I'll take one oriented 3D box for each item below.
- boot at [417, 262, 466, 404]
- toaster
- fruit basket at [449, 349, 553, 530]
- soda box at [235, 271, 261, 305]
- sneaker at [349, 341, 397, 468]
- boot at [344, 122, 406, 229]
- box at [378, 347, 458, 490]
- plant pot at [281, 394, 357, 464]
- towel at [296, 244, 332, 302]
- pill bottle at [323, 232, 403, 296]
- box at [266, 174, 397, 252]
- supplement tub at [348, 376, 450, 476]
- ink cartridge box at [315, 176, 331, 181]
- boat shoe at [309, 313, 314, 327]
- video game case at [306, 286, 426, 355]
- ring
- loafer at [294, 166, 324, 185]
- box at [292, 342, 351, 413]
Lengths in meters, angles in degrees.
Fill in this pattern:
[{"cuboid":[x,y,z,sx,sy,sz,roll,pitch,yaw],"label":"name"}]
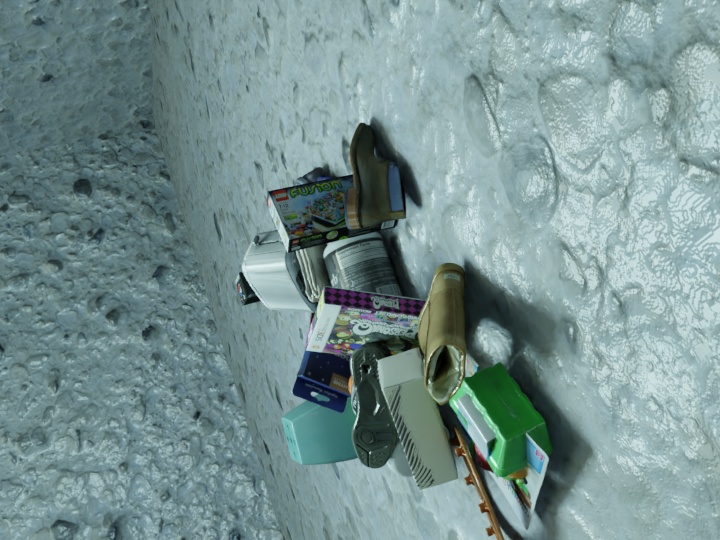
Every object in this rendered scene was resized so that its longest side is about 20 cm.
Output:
[{"cuboid":[0.109,0.108,0.941,0.201,0.065,0.177,-78,-9,-57],"label":"boot"},{"cuboid":[-0.139,0.005,1.337,0.201,0.128,0.115,62,-143,-42],"label":"toaster"},{"cuboid":[0.181,0.234,0.934,0.202,0.093,0.186,93,153,-44],"label":"fruit basket"},{"cuboid":[-0.180,0.019,1.565,0.064,0.198,0.071,70,158,12],"label":"soda box"},{"cuboid":[0.029,0.211,1.114,0.114,0.075,0.203,-23,-72,-72],"label":"sneaker"},{"cuboid":[0.032,-0.158,1.121,0.075,0.095,0.203,61,-150,-60],"label":"boot"},{"cuboid":[0.088,0.225,1.035,0.082,0.067,0.202,-96,-13,-66],"label":"box"},{"cuboid":[-0.055,0.324,1.441,0.141,0.198,0.143,163,93,-69],"label":"plant pot"},{"cuboid":[-0.055,-0.009,1.284,0.034,0.199,0.134,-20,80,27],"label":"towel"},{"cuboid":[0.000,0.000,1.212,0.116,0.115,0.202,131,123,-65],"label":"pill bottle"},{"cuboid":[-0.047,-0.102,1.151,0.035,0.198,0.111,105,144,-52],"label":"box"},{"cuboid":[0.061,0.250,1.206,0.200,0.121,0.124,-132,34,-50],"label":"supplement tub"},{"cuboid":[-0.078,-0.078,1.395,0.094,0.044,0.202,-61,-25,-54],"label":"ink cartridge box"},{"cuboid":[-0.079,0.077,1.530,0.071,0.069,0.202,-125,30,-44],"label":"boat shoe"},{"cuboid":[0.021,0.093,1.112,0.182,0.197,0.036,115,160,-58],"label":"video game case"},{"cuboid":[0.172,0.328,1.012,0.200,0.019,0.203,-22,-89,-89],"label":"ring"},{"cuboid":[-0.106,-0.159,1.479,0.072,0.063,0.200,43,164,6],"label":"loafer"},{"cuboid":[-0.047,0.156,1.297,0.032,0.120,0.202,-15,54,58],"label":"box"}]
